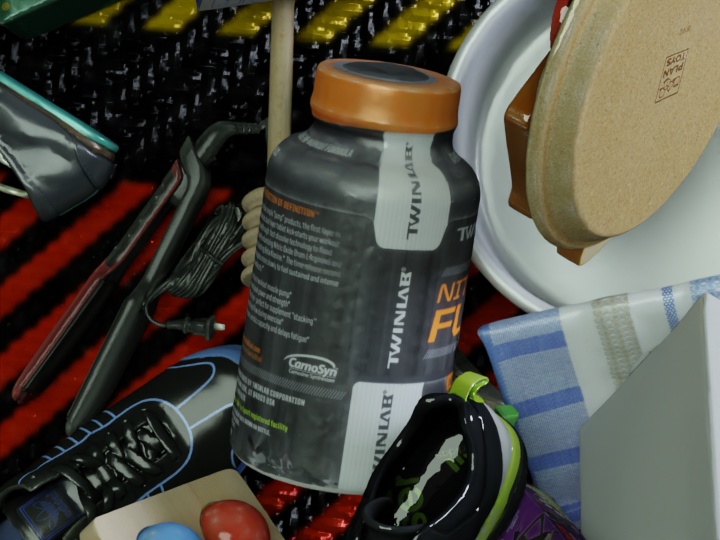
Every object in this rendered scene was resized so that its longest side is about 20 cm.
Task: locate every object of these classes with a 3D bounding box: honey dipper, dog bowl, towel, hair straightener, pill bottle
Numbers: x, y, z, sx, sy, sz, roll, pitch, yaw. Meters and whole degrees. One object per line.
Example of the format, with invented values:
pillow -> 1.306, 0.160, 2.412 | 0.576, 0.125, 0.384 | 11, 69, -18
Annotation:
honey dipper -> -0.043, -0.086, 1.531 | 0.038, 0.038, 0.200 | -5, 67, 10
dog bowl -> 0.141, -0.060, 1.489 | 0.200, 0.079, 0.200 | -1, 83, 10
towel -> 0.171, 0.062, 1.449 | 0.200, 0.147, 0.024 | -10, 41, 12
hair straightener -> -0.097, 0.006, 1.553 | 0.077, 0.041, 0.200 | 35, 87, 12
pill bottle -> 0.000, 0.000, 1.435 | 0.106, 0.106, 0.200 | 11, 104, 12

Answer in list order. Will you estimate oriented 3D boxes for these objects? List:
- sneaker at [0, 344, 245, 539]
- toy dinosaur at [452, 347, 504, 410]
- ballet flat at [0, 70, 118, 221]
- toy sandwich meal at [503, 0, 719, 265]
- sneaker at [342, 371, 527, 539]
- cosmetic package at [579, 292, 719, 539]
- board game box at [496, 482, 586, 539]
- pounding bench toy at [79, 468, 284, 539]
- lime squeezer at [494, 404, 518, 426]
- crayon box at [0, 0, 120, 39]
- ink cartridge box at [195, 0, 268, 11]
sneaker -> -0.129, 0.112, 1.512 | 0.200, 0.078, 0.070 | -42, 79, 12
toy dinosaur -> 0.006, 0.039, 1.523 | 0.088, 0.047, 0.200 | -44, 81, -3
ballet flat -> -0.220, -0.096, 1.570 | 0.200, 0.073, 0.073 | 38, 92, 10
toy sandwich meal -> 0.115, -0.099, 1.361 | 0.070, 0.205, 0.205 | 26, 89, 27
sneaker -> 0.007, 0.137, 1.369 | 0.072, 0.083, 0.200 | 19, 74, 28
cosmetic package -> 0.161, 0.122, 1.355 | 0.081, 0.200, 0.113 | 27, 129, -17
board game box -> 0.043, 0.202, 1.390 | 0.032, 0.120, 0.200 | 30, 95, -11
pounding bench toy -> -0.077, 0.222, 1.448 | 0.156, 0.124, 0.200 | -42, 77, 30
lime squeezer -> 0.050, 0.142, 1.491 | 0.038, 0.071, 0.200 | 43, 123, 17
crayon box -> -0.116, -0.221, 1.571 | 0.200, 0.052, 0.126 | -22, 80, 7
ink cartridge box -> 0.007, -0.196, 1.514 | 0.200, 0.044, 0.094 | -9, 81, -12
